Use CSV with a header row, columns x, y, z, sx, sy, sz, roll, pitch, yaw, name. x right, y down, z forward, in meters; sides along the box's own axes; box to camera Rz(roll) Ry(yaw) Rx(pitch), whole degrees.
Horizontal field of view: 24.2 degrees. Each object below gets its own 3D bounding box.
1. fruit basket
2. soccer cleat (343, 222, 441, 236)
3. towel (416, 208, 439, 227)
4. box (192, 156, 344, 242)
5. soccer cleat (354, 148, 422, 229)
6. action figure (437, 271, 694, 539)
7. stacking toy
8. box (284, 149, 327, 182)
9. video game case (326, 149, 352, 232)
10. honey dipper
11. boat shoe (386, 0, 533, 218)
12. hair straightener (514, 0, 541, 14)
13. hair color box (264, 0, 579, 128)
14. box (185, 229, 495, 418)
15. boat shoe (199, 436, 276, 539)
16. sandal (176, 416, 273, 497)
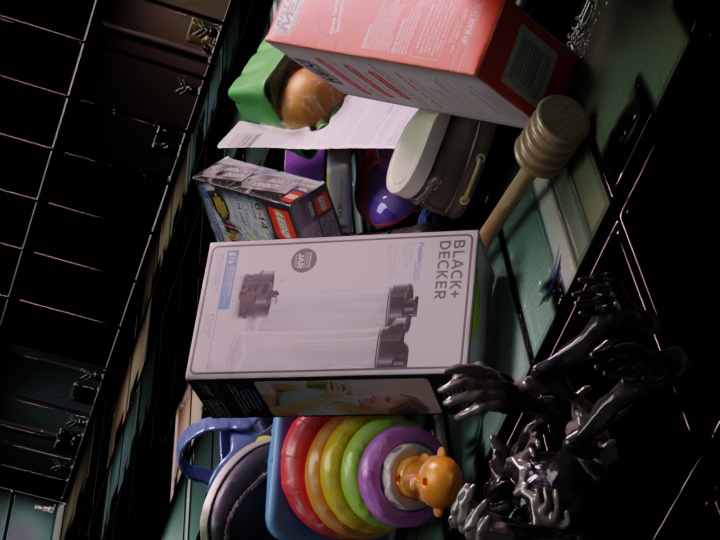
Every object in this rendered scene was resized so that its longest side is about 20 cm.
x,y,z,sx,sy,sz,roll,pitch,yaw,name
-0.003,-0.162,1.426,0.186,0.199,0.094,-60,-41,-31,fruit basket
0.000,0.000,1.303,0.068,0.081,0.200,-53,7,-27,soccer cleat
0.019,0.053,1.411,0.200,0.024,0.145,122,160,-51,towel
-0.050,0.017,1.303,0.137,0.040,0.201,16,132,51,box
0.017,-0.109,1.466,0.066,0.077,0.200,-22,31,16,soccer cleat
0.089,0.095,0.887,0.119,0.101,0.201,-105,33,-45,action figure
0.020,0.140,1.165,0.200,0.109,0.117,-8,76,64,stacking toy
-0.050,-0.048,1.534,0.201,0.039,0.137,-90,1,-52,box
-0.019,-0.030,1.506,0.200,0.023,0.183,-90,0,-71,video game case
0.103,-0.050,1.153,0.200,0.038,0.038,120,162,-57,honey dipper
0.087,-0.137,1.243,0.203,0.060,0.072,-65,20,-4,boat shoe
0.121,-0.259,1.166,0.201,0.077,0.041,-62,36,15,hair straightener
0.040,-0.154,1.167,0.199,0.101,0.062,15,81,41,hair color box
-0.012,0.038,1.164,0.060,0.199,0.117,66,-152,-54,box
-0.050,0.167,1.288,0.200,0.062,0.075,-25,-59,-57,boat shoe
-0.081,0.132,1.387,0.200,0.087,0.080,-33,-40,-55,sandal
